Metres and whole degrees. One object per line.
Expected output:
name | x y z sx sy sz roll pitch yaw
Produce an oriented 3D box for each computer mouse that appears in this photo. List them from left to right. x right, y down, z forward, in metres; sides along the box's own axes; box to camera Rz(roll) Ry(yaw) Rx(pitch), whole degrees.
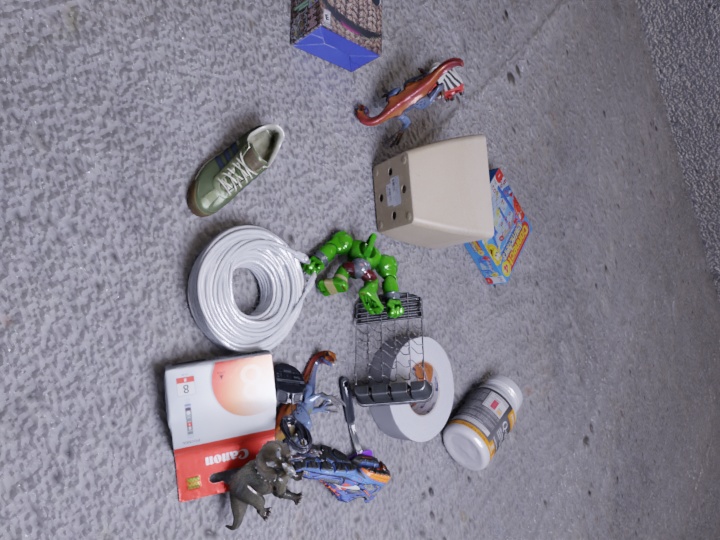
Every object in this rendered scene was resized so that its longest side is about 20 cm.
computer mouse | -0.111 0.218 0.923 0.057 0.201 0.035 13 114 -20

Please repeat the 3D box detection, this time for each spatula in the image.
spatula | -0.013 0.300 1.090 0.055 0.020 0.207 -12 90 -25

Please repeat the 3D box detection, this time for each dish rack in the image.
dish rack | 0.056 0.143 1.091 0.055 0.148 0.206 58 29 -61

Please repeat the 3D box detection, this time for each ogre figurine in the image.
ogre figurine | 0.000 0.000 1.080 0.100 0.194 0.122 92 16 -53

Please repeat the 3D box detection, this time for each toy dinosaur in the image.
toy dinosaur | -0.146 0.314 0.867 0.102 0.198 0.078 43 30 -19
toy dinosaur | -0.096 0.221 0.986 0.195 0.105 0.187 14 58 -30
toy dinosaur | 0.080 -0.351 1.165 0.179 0.201 0.106 -32 79 -30

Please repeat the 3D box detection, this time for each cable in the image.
cable | -0.181 0.030 0.939 0.199 0.068 0.204 39 62 -32

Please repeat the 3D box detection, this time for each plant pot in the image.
plant pot | 0.133 -0.154 1.181 0.172 0.198 0.207 -3 87 -29

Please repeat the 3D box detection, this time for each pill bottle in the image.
pill bottle | 0.276 0.331 1.291 0.199 0.115 0.119 -39 110 -38

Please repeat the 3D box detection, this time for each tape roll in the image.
tape roll | 0.105 0.237 1.178 0.196 0.065 0.208 6 82 -42

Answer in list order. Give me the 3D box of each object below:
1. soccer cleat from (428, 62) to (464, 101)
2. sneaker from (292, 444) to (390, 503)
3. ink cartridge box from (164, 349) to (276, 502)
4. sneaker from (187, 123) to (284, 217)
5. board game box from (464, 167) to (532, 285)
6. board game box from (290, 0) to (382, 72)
soccer cleat | 0.167 -0.427 1.321 0.197 0.068 0.088 -23 92 -45
sneaker | -0.035 0.370 1.029 0.196 0.075 0.080 23 96 -27
ink cartridge box | -0.203 0.232 0.867 0.157 0.050 0.207 -6 89 -20
sneaker | -0.193 -0.171 0.936 0.068 0.088 0.202 51 55 -25
board game box | 0.329 -0.108 1.433 0.197 0.055 0.202 52 54 -25
board game box | -0.043 -0.516 1.113 0.156 0.095 0.208 7 80 -42
